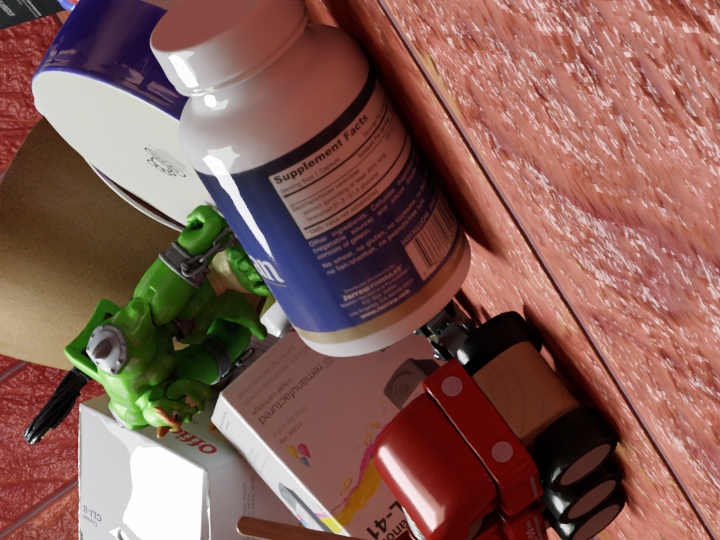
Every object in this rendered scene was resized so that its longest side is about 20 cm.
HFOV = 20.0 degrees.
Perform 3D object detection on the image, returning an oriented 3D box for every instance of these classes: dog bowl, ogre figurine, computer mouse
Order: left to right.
[{"bbox_3d":[-0.160,0.048,1.414,0.034,0.200,0.059,40,-173,-9],"label":"computer mouse"},{"bbox_3d":[-0.122,0.042,1.336,0.098,0.120,0.200,47,165,-2],"label":"ogre figurine"},{"bbox_3d":[-0.102,-0.096,1.269,0.199,0.079,0.200,28,163,9],"label":"dog bowl"}]

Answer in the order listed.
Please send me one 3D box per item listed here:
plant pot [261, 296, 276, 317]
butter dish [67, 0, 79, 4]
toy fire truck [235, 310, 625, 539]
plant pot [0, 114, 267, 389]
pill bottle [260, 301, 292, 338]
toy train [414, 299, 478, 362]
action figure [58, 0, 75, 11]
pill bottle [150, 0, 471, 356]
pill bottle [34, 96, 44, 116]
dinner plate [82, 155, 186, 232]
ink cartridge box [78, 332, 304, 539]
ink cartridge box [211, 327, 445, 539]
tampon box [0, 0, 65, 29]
[{"bbox_3d":[-0.118,0.012,1.915,0.201,0.200,0.193,52,162,28],"label":"plant pot"},{"bbox_3d":[-0.200,-0.245,1.290,0.201,0.147,0.200,54,173,13],"label":"butter dish"},{"bbox_3d":[0.034,0.126,1.175,0.129,0.199,0.176,52,173,23],"label":"toy fire truck"},{"bbox_3d":[-0.172,0.004,1.509,0.199,0.188,0.186,23,172,2],"label":"plant pot"},{"bbox_3d":[0.008,0.102,1.652,0.201,0.115,0.116,55,174,15],"label":"pill bottle"},{"bbox_3d":[0.052,0.033,1.318,0.046,0.034,0.200,45,-177,-29],"label":"toy train"},{"bbox_3d":[-0.177,-0.190,1.501,0.199,0.066,0.052,34,153,-8],"label":"action figure"},{"bbox_3d":[-0.029,-0.061,1.103,0.201,0.111,0.111,59,173,-27],"label":"pill bottle"},{"bbox_3d":[-0.152,-0.103,1.609,0.200,0.117,0.116,38,171,9],"label":"pill bottle"},{"bbox_3d":[-0.124,-0.094,1.429,0.201,0.199,0.024,54,132,17],"label":"dinner plate"},{"bbox_3d":[-0.095,0.157,1.546,0.145,0.199,0.146,21,119,37],"label":"ink cartridge box"},{"bbox_3d":[0.015,0.120,1.412,0.200,0.147,0.086,46,162,8],"label":"ink cartridge box"},{"bbox_3d":[-0.323,-0.311,1.676,0.150,0.125,0.202,64,-170,-81],"label":"tampon box"}]
